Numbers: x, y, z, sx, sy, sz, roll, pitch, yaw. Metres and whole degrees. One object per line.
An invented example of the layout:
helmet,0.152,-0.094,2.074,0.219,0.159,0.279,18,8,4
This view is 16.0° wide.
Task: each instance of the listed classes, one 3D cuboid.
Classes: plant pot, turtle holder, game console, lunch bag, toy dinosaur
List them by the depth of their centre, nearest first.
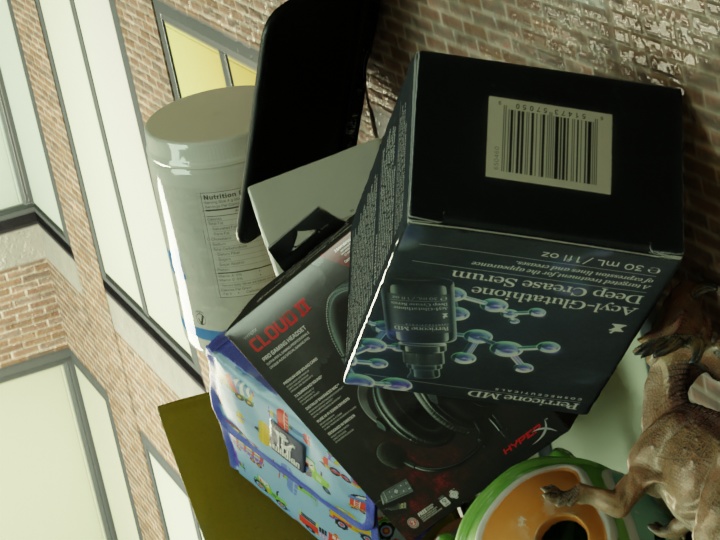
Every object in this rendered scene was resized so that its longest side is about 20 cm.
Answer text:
toy dinosaur,0.191,0.104,1.353,0.200,0.086,0.136,45,116,29
turtle holder,0.137,0.205,1.519,0.132,0.140,0.187,-161,57,-70
lunch bag,-0.025,0.112,1.752,0.150,0.094,0.200,38,167,22
game console,-0.055,-0.153,1.818,0.176,0.116,0.201,-120,30,-42
plant pot,-0.021,0.182,1.938,0.200,0.176,0.201,62,-174,-70

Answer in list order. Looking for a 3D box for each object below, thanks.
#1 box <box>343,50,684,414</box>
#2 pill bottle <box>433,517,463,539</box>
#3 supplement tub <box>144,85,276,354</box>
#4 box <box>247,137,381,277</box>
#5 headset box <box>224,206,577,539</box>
box,0.079,-0.016,1.400,0.200,0.147,0.108,110,165,-61
pill bottle,0.080,0.259,1.850,0.201,0.106,0.107,92,156,-52
supplement tub,-0.101,-0.039,2.135,0.132,0.131,0.201,-137,33,-62
box,0.000,0.000,1.767,0.200,0.097,0.125,53,-163,-79
headset box,0.026,0.045,1.594,0.149,0.077,0.200,-37,98,32
